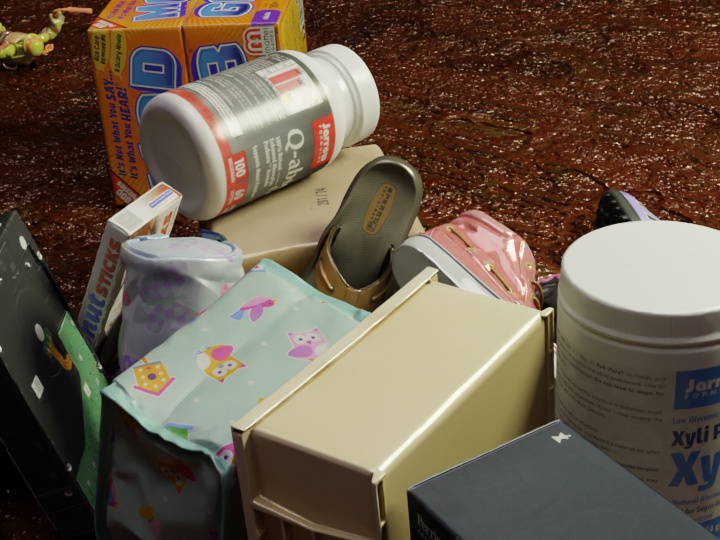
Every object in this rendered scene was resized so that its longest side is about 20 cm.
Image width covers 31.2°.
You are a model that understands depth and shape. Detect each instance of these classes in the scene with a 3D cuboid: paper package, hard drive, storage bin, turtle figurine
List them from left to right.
[{"bbox_3d":[-0.486,-0.323,1.827,0.161,0.064,0.200,13,41,42],"label":"turtle figurine"},{"bbox_3d":[-0.231,0.074,0.924,0.038,0.200,0.140,-19,28,9],"label":"hard drive"},{"bbox_3d":[-0.047,-0.023,1.178,0.191,0.104,0.200,-8,30,-8],"label":"paper package"},{"bbox_3d":[0.032,0.136,0.775,0.094,0.199,0.200,14,33,31],"label":"storage bin"}]

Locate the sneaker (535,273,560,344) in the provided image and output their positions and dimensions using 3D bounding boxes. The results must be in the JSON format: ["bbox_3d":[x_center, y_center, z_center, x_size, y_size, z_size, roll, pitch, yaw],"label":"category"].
[{"bbox_3d":[0.202,0.064,1.029,0.200,0.079,0.095,13,44,31],"label":"sneaker"}]

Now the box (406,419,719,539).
[{"bbox_3d":[0.121,0.210,0.646,0.104,0.182,0.200,-19,32,-26],"label":"box"}]

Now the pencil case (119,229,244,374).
[{"bbox_3d":[-0.131,0.073,0.907,0.091,0.200,0.083,7,10,27],"label":"pencil case"}]

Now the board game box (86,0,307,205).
[{"bbox_3d":[-0.167,-0.206,1.427,0.200,0.200,0.200,-1,28,5],"label":"board game box"}]

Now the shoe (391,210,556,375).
[{"bbox_3d":[0.122,0.034,1.021,0.091,0.071,0.200,-30,66,-36],"label":"shoe"}]

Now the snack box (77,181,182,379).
[{"bbox_3d":[-0.193,0.023,1.021,0.024,0.200,0.072,32,38,8],"label":"snack box"}]

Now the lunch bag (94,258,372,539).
[{"bbox_3d":[-0.077,0.125,0.820,0.122,0.200,0.170,27,42,22],"label":"lunch bag"}]

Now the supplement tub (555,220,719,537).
[{"bbox_3d":[0.193,0.083,0.849,0.132,0.200,0.132,-3,29,2],"label":"supplement tub"}]

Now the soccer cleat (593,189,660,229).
[{"bbox_3d":[0.249,0.010,0.990,0.073,0.068,0.200,-13,47,-18],"label":"soccer cleat"}]

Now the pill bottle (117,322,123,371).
[{"bbox_3d":[-0.081,0.074,0.996,0.200,0.111,0.111,17,35,34],"label":"pill bottle"}]

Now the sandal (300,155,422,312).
[{"bbox_3d":[0.000,0.000,1.048,0.082,0.200,0.055,25,-4,-6],"label":"sandal"}]

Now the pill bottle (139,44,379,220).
[{"bbox_3d":[-0.086,-0.130,1.154,0.200,0.116,0.116,-27,36,-34],"label":"pill bottle"}]
